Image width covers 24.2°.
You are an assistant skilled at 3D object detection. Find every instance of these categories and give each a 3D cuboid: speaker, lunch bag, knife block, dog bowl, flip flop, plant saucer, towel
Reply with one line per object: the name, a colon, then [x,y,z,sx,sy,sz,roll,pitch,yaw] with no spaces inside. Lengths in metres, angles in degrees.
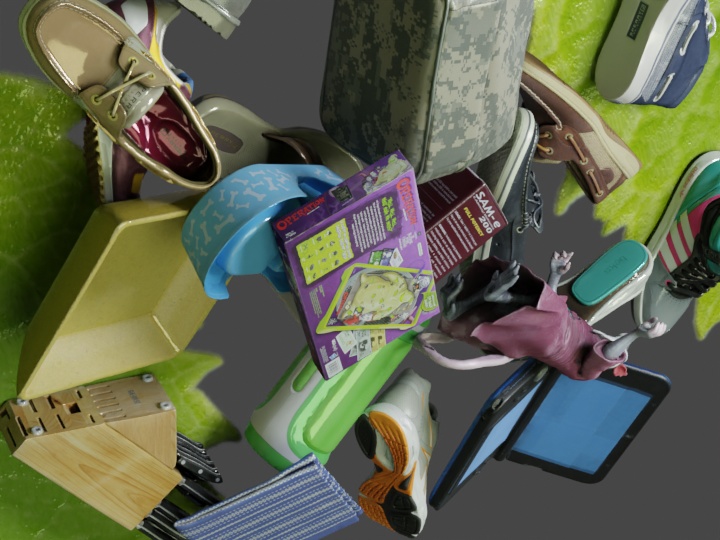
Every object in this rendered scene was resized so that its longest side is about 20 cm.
speaker: [-0.020,0.093,1.543,0.088,0.088,0.201,31,100,-38]
lunch bag: [0.071,-0.186,1.392,0.167,0.139,0.202,-20,130,-38]
knife block: [-0.220,0.187,1.502,0.198,0.064,0.177,-9,121,-24]
dog bowl: [-0.069,-0.036,1.354,0.112,0.050,0.199,-50,160,23]
flip flop: [-0.072,-0.090,1.416,0.199,0.058,0.081,24,105,-45]
plant saucer: [-0.181,0.005,1.367,0.199,0.049,0.201,-14,145,-53]
towel: [-0.082,0.229,1.567,0.144,0.024,0.200,-26,155,2]

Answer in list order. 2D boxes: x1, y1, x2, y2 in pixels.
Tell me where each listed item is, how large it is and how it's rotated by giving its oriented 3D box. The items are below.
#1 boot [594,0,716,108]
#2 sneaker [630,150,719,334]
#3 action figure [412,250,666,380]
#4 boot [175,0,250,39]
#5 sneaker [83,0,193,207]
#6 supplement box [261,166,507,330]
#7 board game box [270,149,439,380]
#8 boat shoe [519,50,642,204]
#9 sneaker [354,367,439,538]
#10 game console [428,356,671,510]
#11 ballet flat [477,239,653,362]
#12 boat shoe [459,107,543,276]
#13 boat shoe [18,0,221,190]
boot: [0.290,-0.242,1.530,0.090,0.073,0.201,2,125,-37]
sneaker: [0.348,-0.004,1.663,0.083,0.121,0.202,6,115,-31]
action figure: [0.172,0.063,1.504,0.199,0.134,0.150,31,97,-35]
boot: [-0.101,-0.301,1.271,0.181,0.073,0.201,36,95,-29]
sneaker: [-0.174,-0.118,1.338,0.089,0.075,0.202,-10,123,-17]
supplement box: [0.018,-0.022,1.478,0.199,0.109,0.061,-39,133,-2]
board game box: [0.000,0.000,1.361,0.119,0.032,0.201,-27,145,-10]
boat shoe: [0.180,-0.127,1.533,0.072,0.072,0.200,-46,133,6]
sneaker: [0.048,0.180,1.642,0.092,0.075,0.201,-51,154,-35]
game console: [0.180,0.168,1.625,0.170,0.118,0.201,-39,162,-38]
ballet flat: [0.206,0.043,1.656,0.199,0.069,0.070,-32,128,-10]
boat shoe: [0.137,-0.062,1.532,0.062,0.075,0.201,3,129,-9]
boat shoe: [-0.171,-0.133,1.253,0.074,0.066,0.200,-49,127,-2]
